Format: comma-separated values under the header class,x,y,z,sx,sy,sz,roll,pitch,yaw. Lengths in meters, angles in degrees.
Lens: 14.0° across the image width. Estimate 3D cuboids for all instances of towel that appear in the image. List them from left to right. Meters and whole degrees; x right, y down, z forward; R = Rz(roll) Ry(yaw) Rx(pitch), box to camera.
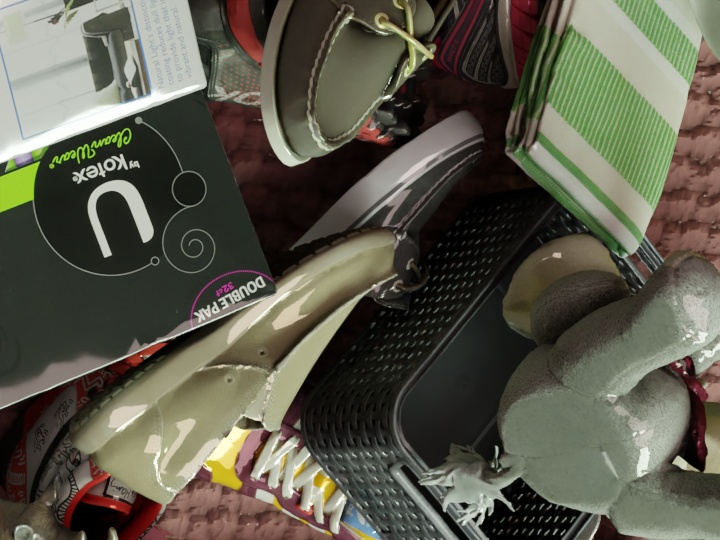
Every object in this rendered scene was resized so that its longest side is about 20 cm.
class,x,y,z,sx,sy,sz,roll,pitch,yaw
towel,0.137,-0.123,1.555,0.153,0.023,0.200,38,62,-51

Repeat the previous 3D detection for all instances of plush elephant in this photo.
class,x,y,z,sx,sy,sz,roll,pitch,yaw
plush elephant,0.142,0.057,1.499,0.165,0.200,0.155,61,35,-15

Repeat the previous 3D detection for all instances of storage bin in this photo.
class,x,y,z,sx,sy,sz,roll,pitch,yaw
storage bin,0.081,0.060,1.596,0.135,0.094,0.200,51,62,-20

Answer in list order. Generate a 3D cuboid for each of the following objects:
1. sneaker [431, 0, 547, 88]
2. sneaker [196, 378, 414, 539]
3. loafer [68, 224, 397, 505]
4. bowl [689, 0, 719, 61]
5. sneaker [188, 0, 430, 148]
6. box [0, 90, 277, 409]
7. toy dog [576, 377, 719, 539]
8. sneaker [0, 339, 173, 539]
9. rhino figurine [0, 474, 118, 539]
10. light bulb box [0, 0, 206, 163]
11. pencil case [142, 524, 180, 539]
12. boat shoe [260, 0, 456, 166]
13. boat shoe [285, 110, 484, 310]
class,x,y,z,sx,sy,sz,roll,pitch,yaw
sneaker,0.068,-0.191,1.532,0.081,0.075,0.200,-34,127,-62
sneaker,-0.022,0.108,1.626,0.200,0.090,0.075,16,107,-33
loafer,-0.056,0.048,1.496,0.200,0.076,0.068,-36,100,-17
bowl,0.234,-0.162,1.563,0.107,0.200,0.200,-18,122,-8
sneaker,-0.036,-0.114,1.516,0.200,0.098,0.071,29,63,-58
box,-0.169,-0.019,1.435,0.200,0.124,0.149,-23,96,-16
toy dog,0.178,0.121,1.665,0.132,0.200,0.097,-16,97,-21
sneaker,-0.117,0.059,1.540,0.067,0.108,0.202,22,103,-34
rhino figurine,-0.196,0.155,1.516,0.088,0.200,0.060,60,42,-14
light bulb box,-0.205,-0.133,1.338,0.200,0.198,0.125,-22,119,-17
pencil case,-0.109,0.184,1.557,0.086,0.200,0.083,6,94,-21
boat shoe,0.009,-0.129,1.433,0.202,0.060,0.072,-64,142,-40
boat shoe,0.000,0.000,1.570,0.200,0.070,0.066,-42,83,4
